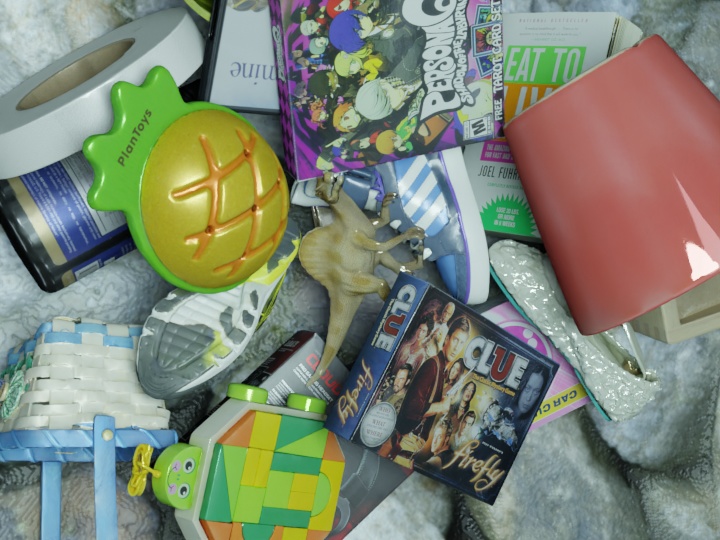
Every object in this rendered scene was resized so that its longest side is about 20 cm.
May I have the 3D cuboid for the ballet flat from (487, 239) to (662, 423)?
[{"bbox_3d":[0.188,0.041,1.239,0.072,0.072,0.200,-42,103,-12],"label":"ballet flat"}]

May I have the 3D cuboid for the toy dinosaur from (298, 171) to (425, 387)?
[{"bbox_3d":[0.000,0.000,1.168,0.101,0.058,0.200,4,122,3],"label":"toy dinosaur"}]

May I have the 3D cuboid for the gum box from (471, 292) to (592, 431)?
[{"bbox_3d":[0.129,0.084,1.294,0.200,0.066,0.114,-25,95,-15],"label":"gum box"}]

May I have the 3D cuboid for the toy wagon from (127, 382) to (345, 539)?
[{"bbox_3d":[-0.092,0.167,1.123,0.200,0.040,0.155,16,84,-49],"label":"toy wagon"}]

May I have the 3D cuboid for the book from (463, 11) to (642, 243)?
[{"bbox_3d":[0.158,-0.125,1.278,0.048,0.134,0.200,20,82,-49],"label":"book"}]

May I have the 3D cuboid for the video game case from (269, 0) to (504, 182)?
[{"bbox_3d":[0.022,-0.180,1.113,0.181,0.036,0.200,-13,119,-17],"label":"video game case"}]

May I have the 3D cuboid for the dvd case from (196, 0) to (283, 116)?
[{"bbox_3d":[-0.041,-0.213,1.102,0.143,0.018,0.200,1,114,-27],"label":"dvd case"}]

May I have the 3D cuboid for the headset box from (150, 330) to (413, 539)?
[{"bbox_3d":[-0.056,0.158,1.238,0.200,0.077,0.149,-41,99,-11],"label":"headset box"}]

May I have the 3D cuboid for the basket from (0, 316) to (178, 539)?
[{"bbox_3d":[-0.225,0.145,1.147,0.139,0.176,0.200,0,76,-28],"label":"basket"}]

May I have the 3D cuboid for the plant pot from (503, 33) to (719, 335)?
[{"bbox_3d":[0.216,-0.074,1.138,0.200,0.200,0.177,-30,88,-14],"label":"plant pot"}]

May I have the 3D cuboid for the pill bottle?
[{"bbox_3d":[-0.194,-0.074,1.184,0.200,0.112,0.112,-30,97,-14],"label":"pill bottle"}]

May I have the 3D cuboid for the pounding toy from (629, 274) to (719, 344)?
[{"bbox_3d":[0.274,-0.048,1.316,0.200,0.142,0.184,-17,105,-16],"label":"pounding toy"}]

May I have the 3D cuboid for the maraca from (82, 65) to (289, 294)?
[{"bbox_3d":[-0.125,-0.062,1.065,0.200,0.107,0.137,40,65,-47],"label":"maraca"}]

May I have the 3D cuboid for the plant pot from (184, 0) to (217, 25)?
[{"bbox_3d":[-0.098,-0.307,1.155,0.200,0.193,0.201,-11,118,-22],"label":"plant pot"}]

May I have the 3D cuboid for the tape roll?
[{"bbox_3d":[-0.213,-0.140,1.134,0.203,0.203,0.037,-34,112,-13],"label":"tape roll"}]

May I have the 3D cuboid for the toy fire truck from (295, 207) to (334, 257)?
[{"bbox_3d":[-0.024,-0.059,1.263,0.200,0.049,0.141,22,84,-15],"label":"toy fire truck"}]

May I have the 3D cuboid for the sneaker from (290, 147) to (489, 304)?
[{"bbox_3d":[0.017,-0.053,1.215,0.146,0.081,0.200,-15,97,-7],"label":"sneaker"}]

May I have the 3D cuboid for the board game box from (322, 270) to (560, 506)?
[{"bbox_3d":[0.071,0.099,1.171,0.200,0.035,0.136,30,84,-46],"label":"board game box"}]

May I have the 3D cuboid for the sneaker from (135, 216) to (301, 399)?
[{"bbox_3d":[-0.107,0.039,1.151,0.074,0.085,0.200,28,51,12],"label":"sneaker"}]
